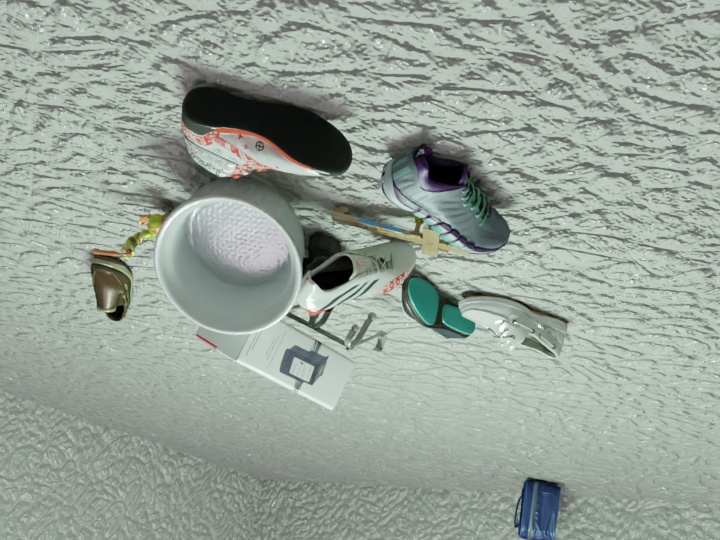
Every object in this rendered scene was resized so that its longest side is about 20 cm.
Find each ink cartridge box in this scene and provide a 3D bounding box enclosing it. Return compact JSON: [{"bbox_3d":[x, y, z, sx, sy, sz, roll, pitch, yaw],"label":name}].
[{"bbox_3d":[-0.127,0.121,1.304,0.199,0.085,0.144,33,171,-36],"label":"ink cartridge box"}]

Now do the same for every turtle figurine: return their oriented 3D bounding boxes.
[{"bbox_3d":[-0.286,-0.051,1.288,0.197,0.065,0.161,-19,160,10],"label":"turtle figurine"}]

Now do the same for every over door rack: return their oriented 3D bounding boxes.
[{"bbox_3d":[-0.041,0.072,1.406,0.146,0.068,0.200,26,-178,17],"label":"over door rack"}]

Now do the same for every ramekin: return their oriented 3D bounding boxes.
[{"bbox_3d":[-0.168,-0.025,1.152,0.196,0.098,0.204,3,118,5],"label":"ramekin"}]

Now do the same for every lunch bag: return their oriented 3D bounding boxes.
[{"bbox_3d":[0.558,0.773,2.733,0.130,0.204,0.136,8,164,11],"label":"lunch bag"}]

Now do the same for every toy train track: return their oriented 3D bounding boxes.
[{"bbox_3d":[0.058,-0.061,1.170,0.196,0.033,0.115,14,166,7],"label":"toy train track"}]

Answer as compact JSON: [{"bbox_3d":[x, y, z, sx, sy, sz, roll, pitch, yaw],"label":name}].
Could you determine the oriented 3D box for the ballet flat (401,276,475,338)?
[{"bbox_3d":[0.110,0.067,1.403,0.072,0.074,0.199,-9,153,40],"label":"ballet flat"}]

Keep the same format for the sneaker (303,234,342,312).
[{"bbox_3d":[-0.047,0.019,1.305,0.059,0.106,0.200,-1,155,26],"label":"sneaker"}]

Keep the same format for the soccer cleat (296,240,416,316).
[{"bbox_3d":[0.000,0.000,1.193,0.197,0.069,0.086,-21,157,-24],"label":"soccer cleat"}]

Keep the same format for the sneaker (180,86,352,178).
[{"bbox_3d":[-0.110,-0.143,0.997,0.198,0.068,0.108,17,159,-6],"label":"sneaker"}]

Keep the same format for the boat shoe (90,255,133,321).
[{"bbox_3d":[-0.457,0.041,1.585,0.073,0.076,0.203,10,158,1],"label":"boat shoe"}]

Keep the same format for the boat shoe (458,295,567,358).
[{"bbox_3d":[0.249,0.096,1.404,0.197,0.071,0.071,17,159,-14],"label":"boat shoe"}]

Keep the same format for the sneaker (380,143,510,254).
[{"bbox_3d":[0.121,-0.082,1.032,0.198,0.076,0.087,24,150,-29],"label":"sneaker"}]
